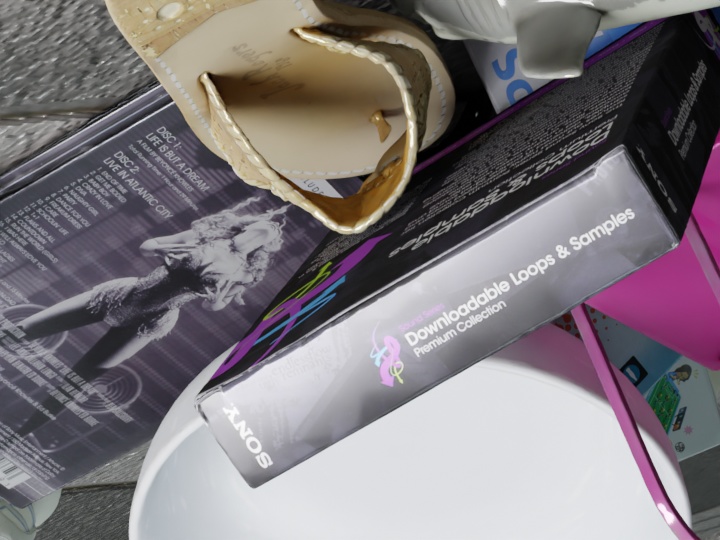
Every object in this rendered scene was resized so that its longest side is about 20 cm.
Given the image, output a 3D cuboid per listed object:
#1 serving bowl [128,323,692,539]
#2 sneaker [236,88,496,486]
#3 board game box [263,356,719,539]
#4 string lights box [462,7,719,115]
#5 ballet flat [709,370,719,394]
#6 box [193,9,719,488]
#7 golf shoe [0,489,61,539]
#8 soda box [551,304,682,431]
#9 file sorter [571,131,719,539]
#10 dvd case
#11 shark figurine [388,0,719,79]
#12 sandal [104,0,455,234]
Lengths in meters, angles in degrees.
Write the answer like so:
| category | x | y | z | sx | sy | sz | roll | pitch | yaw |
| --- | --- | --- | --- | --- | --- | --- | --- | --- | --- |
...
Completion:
| category | x | y | z | sx | sy | sz | roll | pitch | yaw |
| --- | --- | --- | --- | --- | --- | --- | --- | --- | --- |
| serving bowl | 0.018 | 0.074 | 0.917 | 0.198 | 0.066 | 0.201 | 1 | 136 | 1 |
| sneaker | 0.000 | 0.000 | 0.994 | 0.199 | 0.088 | 0.076 | -35 | -158 | -14 |
| board game box | 0.032 | 0.071 | 1.073 | 0.199 | 0.065 | 0.147 | -20 | -170 | -15 |
| string lights box | 0.141 | -0.090 | 0.880 | 0.199 | 0.103 | 0.059 | -27 | 168 | 6 |
| ballet flat | 0.166 | 0.029 | 1.199 | 0.074 | 0.075 | 0.199 | -11 | 178 | -44 |
| box | 0.039 | -0.015 | 0.758 | 0.142 | 0.036 | 0.200 | -31 | -173 | 21 |
| golf shoe | -0.177 | 0.119 | 1.126 | 0.078 | 0.098 | 0.200 | -29 | 167 | 11 |
| soda box | 0.129 | -0.033 | 0.970 | 0.200 | 0.068 | 0.064 | -44 | -163 | -12 |
| file sorter | 0.184 | 0.005 | 0.822 | 0.200 | 0.126 | 0.139 | -35 | 147 | 21 |
| dvd case | -0.086 | 0.007 | 0.906 | 0.199 | 0.016 | 0.149 | -28 | 139 | 17 |
| shark figurine | 0.105 | -0.120 | 0.765 | 0.213 | 0.090 | 0.128 | -13 | -163 | 4 |
| sandal | -0.016 | -0.044 | 0.765 | 0.077 | 0.070 | 0.212 | -29 | 154 | 10 |
